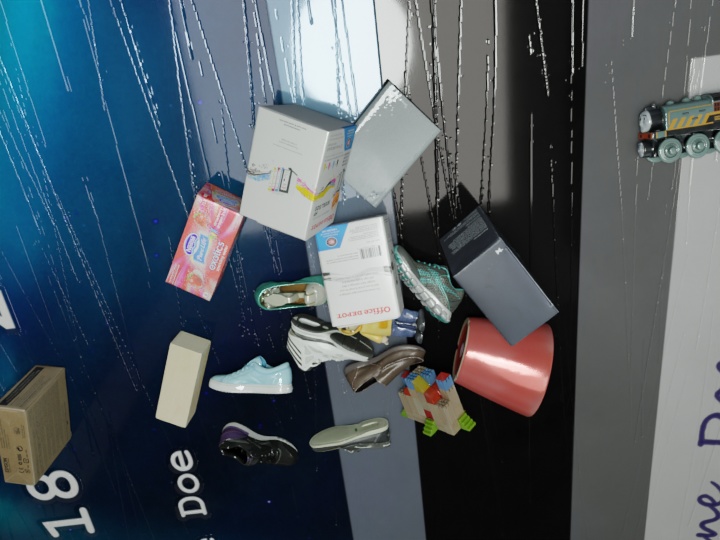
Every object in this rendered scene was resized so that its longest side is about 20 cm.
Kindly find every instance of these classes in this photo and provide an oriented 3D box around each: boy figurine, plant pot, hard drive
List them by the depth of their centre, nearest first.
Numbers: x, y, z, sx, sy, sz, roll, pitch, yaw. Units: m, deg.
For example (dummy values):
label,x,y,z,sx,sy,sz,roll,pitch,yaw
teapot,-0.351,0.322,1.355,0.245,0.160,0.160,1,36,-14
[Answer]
label,x,y,z,sx,sy,sz,roll,pitch,yaw
hard drive,0.043,-0.246,1.118,0.139,0.033,0.201,37,107,-15
plant pot,0.299,0.192,1.228,0.173,0.201,0.204,13,112,5
boy figurine,0.042,0.109,1.247,0.195,0.065,0.127,6,122,-6

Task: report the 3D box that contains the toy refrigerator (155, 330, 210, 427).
label,x,y,z,sx,sy,sz,roll,pitch,yaw
toy refrigerator,-0.402,0.247,1.294,0.074,0.070,0.204,17,111,-1

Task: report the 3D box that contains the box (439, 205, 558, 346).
label,x,y,z,sx,sy,sz,roll,pitch,yaw
box,0.268,0.006,1.136,0.117,0.201,0.197,-38,108,14

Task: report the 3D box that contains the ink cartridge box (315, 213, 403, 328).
label,x,y,z,sx,sy,sz,roll,pitch,yaw
ink cartridge box,0.000,0.000,1.155,0.143,0.084,0.205,-9,97,12

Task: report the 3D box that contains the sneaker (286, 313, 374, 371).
label,x,y,z,sx,sy,sz,roll,pitch,yaw
sneaker,-0.073,0.180,1.279,0.197,0.076,0.117,21,120,-1

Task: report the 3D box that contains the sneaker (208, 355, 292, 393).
label,x,y,z,sx,sy,sz,roll,pitch,yaw
sneaker,-0.249,0.237,1.302,0.195,0.074,0.084,0,83,4

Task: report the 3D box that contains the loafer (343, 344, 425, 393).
label,x,y,z,sx,sy,sz,roll,pitch,yaw
loafer,0.060,0.227,1.281,0.197,0.072,0.073,-23,151,16

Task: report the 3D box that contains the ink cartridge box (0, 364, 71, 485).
label,x,y,z,sx,sy,sz,roll,pitch,yaw
ink cartridge box,-0.728,0.343,1.273,0.073,0.165,0.204,6,112,-1

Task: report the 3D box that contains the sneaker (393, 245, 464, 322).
label,x,y,z,sx,sy,sz,roll,pitch,yaw
sneaker,0.144,0.013,1.216,0.091,0.077,0.201,-44,104,-10

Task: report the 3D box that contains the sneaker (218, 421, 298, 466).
label,x,y,z,sx,sy,sz,roll,pitch,yaw
sneaker,-0.247,0.443,1.365,0.196,0.088,0.077,21,111,-10

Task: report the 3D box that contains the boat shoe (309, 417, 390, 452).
label,x,y,z,sx,sy,sz,roll,pitch,yaw
boat shoe,-0.024,0.411,1.365,0.195,0.072,0.069,-11,109,1

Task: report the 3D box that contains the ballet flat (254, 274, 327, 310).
label,x,y,z,sx,sy,sz,roll,pitch,yaw
ballet flat,-0.131,0.055,1.218,0.195,0.071,0.069,-6,112,1

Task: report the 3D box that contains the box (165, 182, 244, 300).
label,x,y,z,sx,sy,sz,roll,pitch,yaw
box,-0.309,-0.059,1.154,0.101,0.095,0.203,24,110,-10

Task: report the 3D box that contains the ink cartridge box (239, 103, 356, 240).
label,x,y,z,sx,sy,sz,roll,pitch,yaw
ink cartridge box,-0.115,-0.187,1.058,0.142,0.147,0.204,21,113,13

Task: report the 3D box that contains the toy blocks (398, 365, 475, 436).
label,x,y,z,sx,sy,sz,roll,pitch,yaw
toy blocks,0.150,0.280,1.274,0.099,0.198,0.139,-35,113,-31

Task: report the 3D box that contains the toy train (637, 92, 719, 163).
label,x,y,z,sx,sy,sz,roll,pitch,yaw
toy train,0.634,-0.275,1.096,0.195,0.085,0.117,-8,101,4
